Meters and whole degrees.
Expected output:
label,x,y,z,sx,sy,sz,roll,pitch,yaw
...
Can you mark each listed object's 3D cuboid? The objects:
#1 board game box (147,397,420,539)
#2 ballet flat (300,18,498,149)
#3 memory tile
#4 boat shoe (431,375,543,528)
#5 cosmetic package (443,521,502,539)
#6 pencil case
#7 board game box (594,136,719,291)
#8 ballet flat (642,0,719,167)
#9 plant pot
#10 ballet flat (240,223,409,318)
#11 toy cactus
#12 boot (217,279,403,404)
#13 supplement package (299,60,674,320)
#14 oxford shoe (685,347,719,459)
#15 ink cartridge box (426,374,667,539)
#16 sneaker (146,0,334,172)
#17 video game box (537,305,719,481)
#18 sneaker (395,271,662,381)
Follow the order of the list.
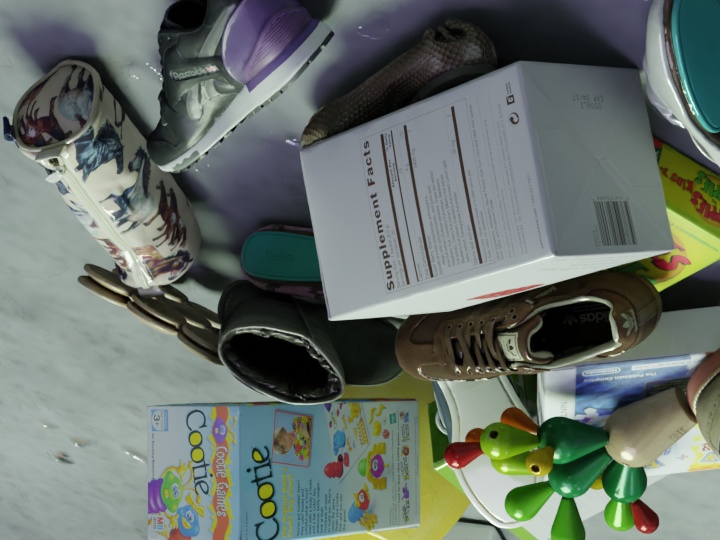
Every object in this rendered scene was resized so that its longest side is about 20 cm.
label,x,y,z,sx,sy,sz,roll,pitch,yaw
board game box,-0.056,0.152,1.254,0.103,0.105,0.200,-4,175,41
ballet flat,0.022,-0.118,1.072,0.067,0.046,0.200,-5,169,-32
memory tile,-0.126,0.052,1.333,0.200,0.017,0.153,31,-175,16
boat shoe,0.091,0.105,1.285,0.075,0.062,0.200,-25,97,8
cosmetic package,0.052,0.366,1.723,0.200,0.168,0.166,4,148,25
pencil case,-0.189,-0.063,1.227,0.078,0.090,0.200,2,147,25
board game box,0.165,-0.021,1.142,0.102,0.048,0.200,29,149,-17
ballet flat,0.211,-0.100,0.980,0.069,0.070,0.200,-10,140,40
plant pot,0.015,0.191,1.480,0.200,0.142,0.200,14,150,8
ballet flat,0.000,0.000,1.260,0.200,0.069,0.071,6,173,33
toy cactus,0.171,0.144,1.192,0.165,0.102,0.200,-35,126,23
boot,-0.031,0.062,1.262,0.182,0.073,0.200,14,-179,-12
supplement package,0.077,-0.046,1.037,0.121,0.120,0.200,-4,171,-43
oxford shoe,0.305,0.054,1.102,0.070,0.075,0.200,25,121,-19
ink cartridge box,0.180,0.132,1.368,0.200,0.076,0.148,-32,127,23
sneaker,-0.102,-0.140,1.089,0.088,0.076,0.200,43,141,-12
video game box,0.233,0.096,1.234,0.200,0.047,0.182,-6,147,2
sneaker,0.105,0.040,1.124,0.200,0.076,0.071,-15,95,26
